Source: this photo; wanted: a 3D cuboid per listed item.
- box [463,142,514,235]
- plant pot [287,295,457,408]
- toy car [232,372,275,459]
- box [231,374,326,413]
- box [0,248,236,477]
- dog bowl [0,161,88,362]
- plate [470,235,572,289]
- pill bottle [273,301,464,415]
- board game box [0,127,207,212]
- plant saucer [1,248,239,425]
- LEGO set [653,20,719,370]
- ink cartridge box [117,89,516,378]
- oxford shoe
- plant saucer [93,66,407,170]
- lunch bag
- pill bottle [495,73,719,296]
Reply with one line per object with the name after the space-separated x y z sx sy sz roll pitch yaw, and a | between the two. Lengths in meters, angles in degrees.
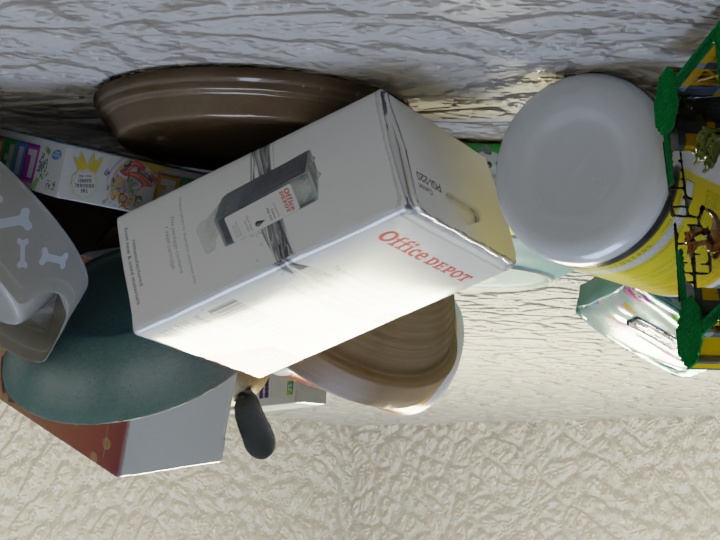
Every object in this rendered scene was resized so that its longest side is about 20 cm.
0.116 -0.055 1.325 0.200 0.048 0.117 5 171 -3 | box
0.000 0.000 1.417 0.201 0.201 0.093 9 130 -38 | plant pot
-0.103 0.064 1.655 0.164 0.200 0.158 -6 168 44 | toy car
-0.086 0.062 1.835 0.036 0.145 0.200 8 171 -27 | box
-0.195 0.050 1.490 0.106 0.153 0.200 -4 -158 -45 | box
-0.260 -0.029 1.239 0.200 0.059 0.200 35 160 15 | dog bowl
0.093 -0.005 1.593 0.200 0.026 0.200 2 171 0 | plate
-0.023 0.041 1.546 0.200 0.112 0.112 20 163 -33 | pill bottle
-0.145 -0.056 1.265 0.200 0.034 0.134 11 -178 -39 | board game box
-0.155 0.028 1.310 0.201 0.039 0.201 -11 -148 7 | plant saucer
0.229 -0.042 0.968 0.116 0.200 0.154 2 151 -10 | LEGO set
-0.026 -0.017 1.173 0.200 0.085 0.146 -22 156 24 | ink cartridge box
-0.180 -0.048 1.387 0.200 0.073 0.084 -6 177 -40 | oxford shoe
-0.068 -0.090 1.197 0.200 0.030 0.200 2 171 0 | plant saucer
0.273 0.012 1.428 0.200 0.122 0.170 -5 173 -9 | lunch bag
0.175 -0.044 1.150 0.112 0.112 0.200 -3 169 34 | pill bottle
